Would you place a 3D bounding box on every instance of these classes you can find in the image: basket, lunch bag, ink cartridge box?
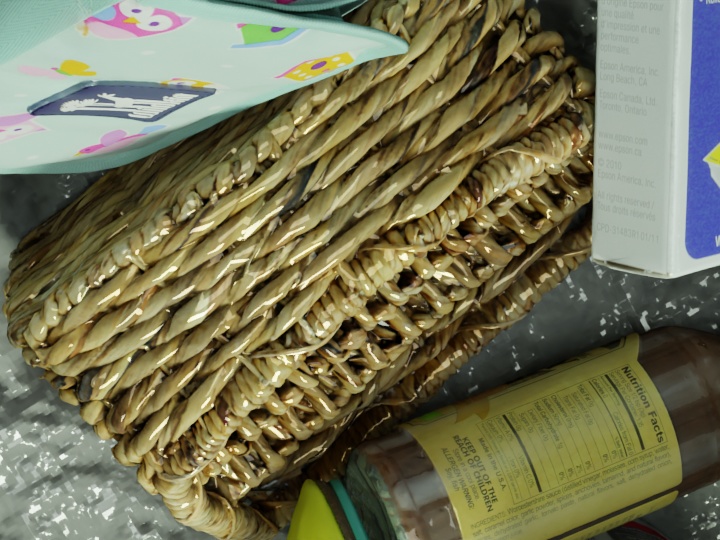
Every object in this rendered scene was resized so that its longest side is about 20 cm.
[{"bbox_3d":[0.000,0.000,0.722,0.200,0.143,0.149,-40,105,0],"label":"basket"},{"bbox_3d":[-0.054,-0.105,0.635,0.122,0.170,0.200,56,49,-16],"label":"lunch bag"},{"bbox_3d":[0.152,-0.111,0.711,0.197,0.047,0.201,-12,107,-42],"label":"ink cartridge box"}]

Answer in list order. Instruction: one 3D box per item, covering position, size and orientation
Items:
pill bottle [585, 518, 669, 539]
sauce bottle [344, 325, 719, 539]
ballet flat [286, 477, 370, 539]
[{"bbox_3d":[0.098,0.163,0.746,0.110,0.200,0.111,-3,104,-10],"label":"pill bottle"},{"bbox_3d":[0.093,0.060,0.788,0.199,0.065,0.065,-19,105,-19],"label":"sauce bottle"},{"bbox_3d":[0.005,0.171,0.735,0.067,0.067,0.201,-25,84,-7],"label":"ballet flat"}]
